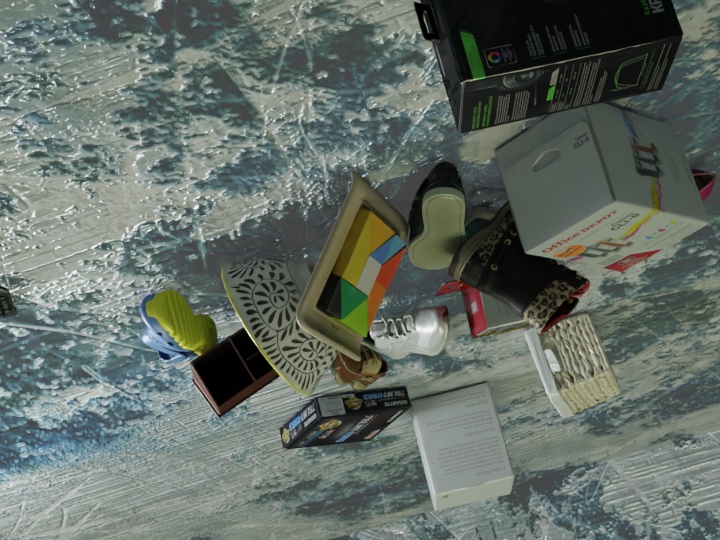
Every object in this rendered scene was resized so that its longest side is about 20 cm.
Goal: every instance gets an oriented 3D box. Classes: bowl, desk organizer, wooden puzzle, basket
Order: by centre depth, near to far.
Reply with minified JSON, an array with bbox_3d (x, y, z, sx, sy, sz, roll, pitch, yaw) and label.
[{"bbox_3d":[0.000,0.000,1.466,0.037,0.201,0.185,15,170,26],"label":"wooden puzzle"},{"bbox_3d":[-0.082,0.050,1.536,0.094,0.201,0.201,-35,155,7],"label":"bowl"},{"bbox_3d":[-0.142,0.116,1.710,0.200,0.072,0.077,-34,161,-16],"label":"desk organizer"},{"bbox_3d":[0.389,0.171,2.181,0.123,0.136,0.200,-22,157,9],"label":"basket"}]

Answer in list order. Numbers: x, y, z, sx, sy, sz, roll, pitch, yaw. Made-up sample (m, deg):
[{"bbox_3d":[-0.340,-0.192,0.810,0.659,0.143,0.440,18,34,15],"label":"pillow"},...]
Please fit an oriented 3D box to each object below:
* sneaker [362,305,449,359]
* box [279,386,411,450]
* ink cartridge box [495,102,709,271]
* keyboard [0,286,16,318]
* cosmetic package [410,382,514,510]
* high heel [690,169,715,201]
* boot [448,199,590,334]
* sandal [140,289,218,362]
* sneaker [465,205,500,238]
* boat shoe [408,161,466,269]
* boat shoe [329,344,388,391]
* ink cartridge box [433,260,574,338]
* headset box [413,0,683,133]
[{"bbox_3d":[0.066,0.098,1.864,0.087,0.075,0.200,11,159,-31],"label":"sneaker"},{"bbox_3d":[-0.031,0.288,2.320,0.198,0.050,0.200,-1,155,-27],"label":"box"},{"bbox_3d":[0.291,-0.100,1.452,0.200,0.145,0.145,9,149,-42],"label":"ink cartridge box"},{"bbox_3d":[-0.538,0.066,1.519,0.199,0.021,0.127,-9,157,-10],"label":"keyboard"},{"bbox_3d":[0.204,0.358,2.423,0.167,0.201,0.166,-12,158,-1],"label":"cosmetic package"},{"bbox_3d":[0.385,-0.087,1.630,0.199,0.068,0.096,-15,168,-12],"label":"high heel"},{"bbox_3d":[0.226,-0.018,1.520,0.200,0.150,0.073,-38,155,-29],"label":"boot"},{"bbox_3d":[-0.265,0.086,1.661,0.087,0.080,0.200,-13,157,8],"label":"sandal"},{"bbox_3d":[0.202,-0.034,1.643,0.200,0.080,0.077,2,154,-38],"label":"sneaker"},{"bbox_3d":[0.097,-0.069,1.516,0.074,0.066,0.200,0,152,3],"label":"boat shoe"},{"bbox_3d":[-0.005,0.147,1.976,0.074,0.076,0.200,-24,165,10],"label":"boat shoe"},{"bbox_3d":[0.208,0.047,1.775,0.175,0.084,0.200,-12,173,-2],"label":"ink cartridge box"},{"bbox_3d":[0.145,-0.228,1.021,0.199,0.175,0.093,-12,159,-2],"label":"headset box"}]
